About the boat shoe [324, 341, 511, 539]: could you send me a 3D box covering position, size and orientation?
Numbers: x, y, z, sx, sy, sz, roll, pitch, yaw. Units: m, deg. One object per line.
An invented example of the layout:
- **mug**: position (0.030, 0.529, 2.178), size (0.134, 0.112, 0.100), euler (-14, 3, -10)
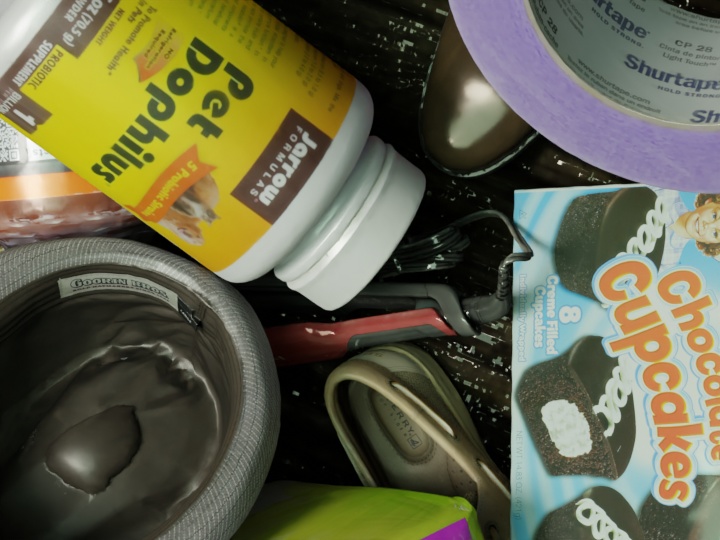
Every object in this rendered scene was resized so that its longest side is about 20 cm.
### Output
- **boat shoe**: position (0.048, 0.126, 1.224), size (0.071, 0.064, 0.200), euler (-41, 83, 21)

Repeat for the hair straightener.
- **hair straightener**: position (0.000, 0.000, 1.216), size (0.199, 0.041, 0.077), euler (-12, 60, 40)

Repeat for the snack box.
- **snack box**: position (0.127, 0.061, 1.171), size (0.116, 0.037, 0.201), euler (-3, 80, 21)

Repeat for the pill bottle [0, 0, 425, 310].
- **pill bottle**: position (-0.071, -0.070, 1.152), size (0.200, 0.109, 0.109), euler (36, 111, -14)

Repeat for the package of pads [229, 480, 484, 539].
- **package of pads**: position (-0.044, 0.152, 1.177), size (0.200, 0.154, 0.068), euler (-3, 108, 58)

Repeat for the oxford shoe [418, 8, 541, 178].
- **oxford shoe**: position (0.077, -0.128, 1.166), size (0.073, 0.084, 0.201), euler (33, 110, 12)

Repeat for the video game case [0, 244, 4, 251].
- **video game case**: position (-0.204, 0.065, 1.262), size (0.181, 0.200, 0.023), euler (26, 149, 15)

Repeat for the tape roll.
- **tape roll**: position (0.138, -0.136, 1.033), size (0.199, 0.085, 0.201), euler (11, 131, 14)

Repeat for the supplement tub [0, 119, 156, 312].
- **supplement tub**: position (-0.143, -0.082, 1.243), size (0.106, 0.107, 0.201), euler (-3, 96, 21)

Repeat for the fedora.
- **fedora**: position (-0.131, 0.082, 1.174), size (0.177, 0.090, 0.200), euler (37, 68, 12)
